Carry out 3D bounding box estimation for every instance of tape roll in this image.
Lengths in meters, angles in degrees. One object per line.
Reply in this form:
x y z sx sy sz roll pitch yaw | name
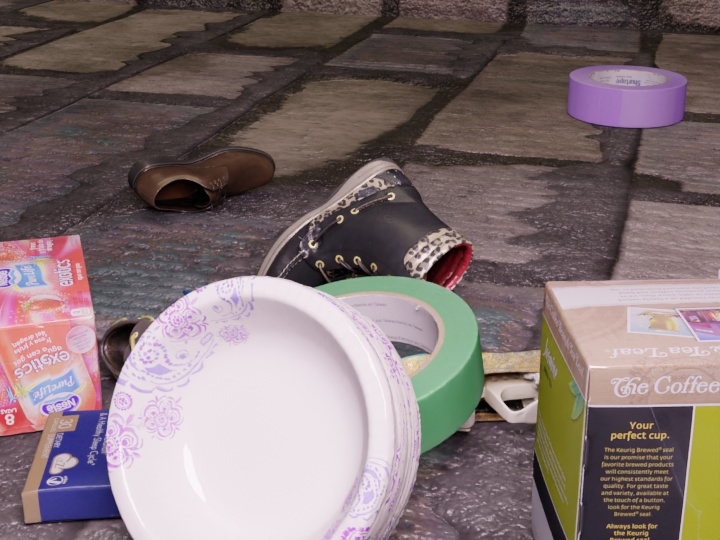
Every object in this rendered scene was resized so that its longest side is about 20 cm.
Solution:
0.457 -0.301 1.944 0.198 0.066 0.200 1 22 0 | tape roll
-0.004 0.075 0.882 0.198 0.049 0.201 -8 29 5 | tape roll

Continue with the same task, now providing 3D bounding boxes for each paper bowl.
-0.057 0.110 0.742 0.199 0.203 0.104 10 -6 23 | paper bowl

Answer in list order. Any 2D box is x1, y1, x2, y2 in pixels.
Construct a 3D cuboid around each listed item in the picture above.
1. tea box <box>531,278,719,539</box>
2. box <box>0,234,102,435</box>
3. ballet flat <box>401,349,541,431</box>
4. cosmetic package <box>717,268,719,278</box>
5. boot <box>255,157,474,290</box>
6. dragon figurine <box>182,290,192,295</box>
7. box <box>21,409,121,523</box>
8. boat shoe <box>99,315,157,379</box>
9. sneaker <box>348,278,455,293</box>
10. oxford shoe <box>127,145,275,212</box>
0.219 0.117 0.712 0.198 0.199 0.134 0 21 -2 | tea box
-0.286 0.052 1.005 0.094 0.104 0.200 -6 24 -15 | box
0.101 0.103 0.936 0.198 0.071 0.071 -4 22 -10 | ballet flat
0.440 0.012 1.149 0.101 0.072 0.199 15 26 32 | cosmetic package
0.000 -0.001 1.108 0.204 0.074 0.154 -44 51 -2 | boot
-0.127 0.044 1.020 0.058 0.100 0.200 -7 17 -18 | dragon figurine
-0.148 0.144 0.868 0.198 0.033 0.121 -1 21 -5 | box
-0.169 0.074 0.946 0.060 0.073 0.201 -1 0 -25 | boat shoe
0.035 -0.007 1.179 0.073 0.082 0.200 -11 25 -26 | sneaker
-0.194 -0.109 1.473 0.198 0.073 0.084 -14 42 -28 | oxford shoe
